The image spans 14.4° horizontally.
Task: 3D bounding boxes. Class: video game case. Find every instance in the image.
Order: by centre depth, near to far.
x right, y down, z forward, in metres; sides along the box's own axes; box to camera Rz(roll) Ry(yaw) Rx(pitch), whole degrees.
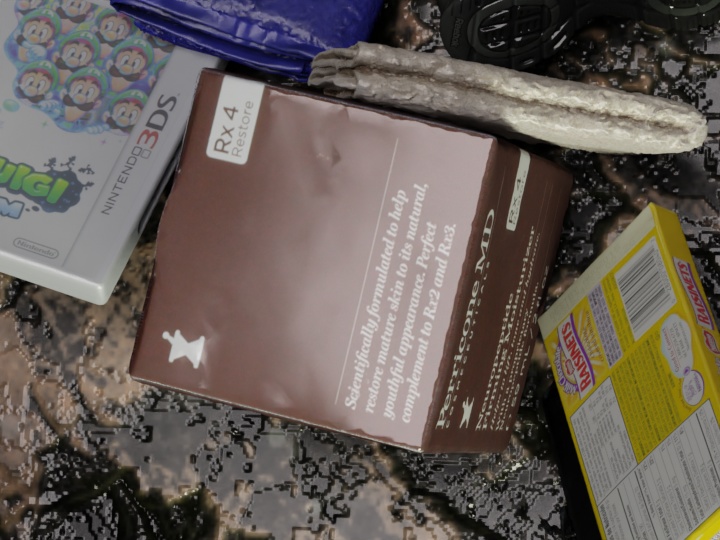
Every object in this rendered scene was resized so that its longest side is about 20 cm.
[{"bbox_3d":[-0.198,-0.087,1.598,0.199,0.024,0.183,18,60,11],"label":"video game case"}]

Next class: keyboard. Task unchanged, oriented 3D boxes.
[{"bbox_3d":[0.142,0.129,1.515,0.104,0.040,0.201,-44,39,33],"label":"keyboard"}]

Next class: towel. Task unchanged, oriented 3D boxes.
[{"bbox_3d":[0.075,-0.088,1.517,0.199,0.133,0.035,10,91,-9],"label":"towel"},{"bbox_3d":[-0.041,-0.207,1.624,0.147,0.050,0.201,19,70,7],"label":"towel"}]

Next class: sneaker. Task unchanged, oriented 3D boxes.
[{"bbox_3d":[0.133,-0.175,1.581,0.199,0.076,0.091,-12,39,-6],"label":"sneaker"}]

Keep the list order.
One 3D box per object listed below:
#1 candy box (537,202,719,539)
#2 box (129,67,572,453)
[{"bbox_3d":[0.150,0.069,1.477,0.102,0.026,0.201,-50,37,33],"label":"candy box"},{"bbox_3d":[0.000,0.000,1.511,0.163,0.200,0.167,14,91,15],"label":"box"}]
